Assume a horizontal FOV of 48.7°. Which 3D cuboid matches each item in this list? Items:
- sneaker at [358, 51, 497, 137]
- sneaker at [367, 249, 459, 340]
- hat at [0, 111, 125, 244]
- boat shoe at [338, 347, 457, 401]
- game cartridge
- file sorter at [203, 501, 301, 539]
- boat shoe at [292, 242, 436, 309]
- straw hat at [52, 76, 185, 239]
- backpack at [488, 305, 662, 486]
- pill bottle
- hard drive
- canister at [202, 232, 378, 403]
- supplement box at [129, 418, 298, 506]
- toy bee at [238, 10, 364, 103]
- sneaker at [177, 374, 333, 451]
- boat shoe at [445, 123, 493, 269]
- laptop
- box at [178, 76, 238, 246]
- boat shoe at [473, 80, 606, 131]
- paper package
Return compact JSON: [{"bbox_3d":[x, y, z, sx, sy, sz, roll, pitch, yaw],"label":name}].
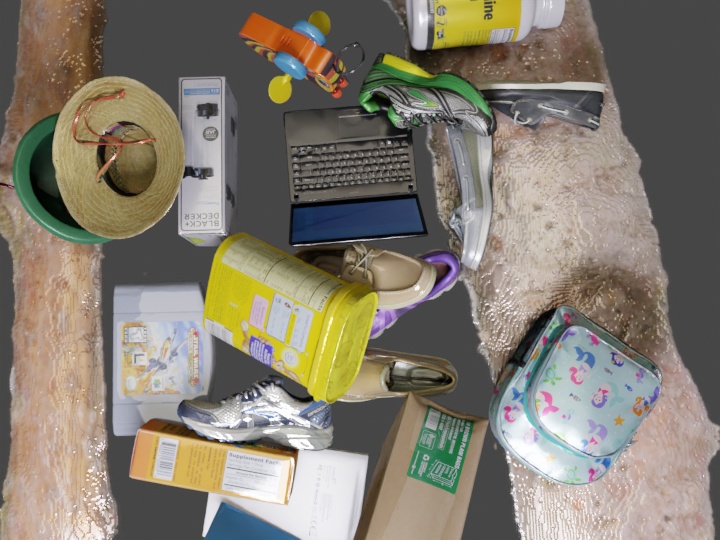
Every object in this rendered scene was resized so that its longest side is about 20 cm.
[{"bbox_3d":[0.088,-0.212,1.044,0.199,0.078,0.085,25,76,26],"label":"sneaker"},{"bbox_3d":[0.039,0.028,1.036,0.199,0.083,0.081,-33,86,-2],"label":"sneaker"},{"bbox_3d":[-0.412,-0.125,1.082,0.200,0.176,0.166,41,67,-29],"label":"hat"},{"bbox_3d":[0.026,0.134,1.028,0.199,0.076,0.072,-4,87,2],"label":"boat shoe"},{"bbox_3d":[-0.258,0.115,1.051,0.132,0.042,0.201,-2,85,4],"label":"game cartridge"},{"bbox_3d":[-0.117,0.403,0.962,0.199,0.139,0.123,26,101,-2],"label":"file sorter"},{"bbox_3d":[0.000,0.000,0.997,0.199,0.065,0.072,7,66,37],"label":"boat shoe"},{"bbox_3d":[-0.281,-0.138,0.997,0.200,0.085,0.202,0,89,19],"label":"straw hat"},{"bbox_3d":[0.263,0.165,0.998,0.177,0.151,0.200,35,90,2],"label":"backpack"},{"bbox_3d":[0.163,-0.359,1.057,0.199,0.112,0.113,-6,85,-1],"label":"pill bottle"},{"bbox_3d":[-0.096,0.293,1.039,0.199,0.026,0.133,8,85,1],"label":"hard drive"},{"bbox_3d":[-0.092,0.053,0.988,0.199,0.086,0.149,26,116,22],"label":"canister"},{"bbox_3d":[-0.179,0.239,0.995,0.199,0.067,0.069,12,90,0],"label":"supplement box"},{"bbox_3d":[-0.069,-0.271,1.066,0.131,0.109,0.200,-40,61,4],"label":"toy bee"},{"bbox_3d":[-0.129,0.170,1.008,0.199,0.077,0.086,8,93,-11],"label":"sneaker"},{"bbox_3d":[0.142,-0.101,1.057,0.064,0.074,0.203,2,81,6],"label":"boat shoe"},{"bbox_3d":[-0.011,-0.130,1.040,0.176,0.103,0.201,-4,85,-1],"label":"laptop"},{"bbox_3d":[-0.196,-0.137,1.034,0.060,0.117,0.201,-1,85,0],"label":"box"},{"bbox_3d":[0.225,-0.223,1.068,0.199,0.072,0.068,4,106,5],"label":"boat shoe"},{"bbox_3d":[0.061,0.277,0.932,0.103,0.191,0.201,20,55,2],"label":"paper package"}]
